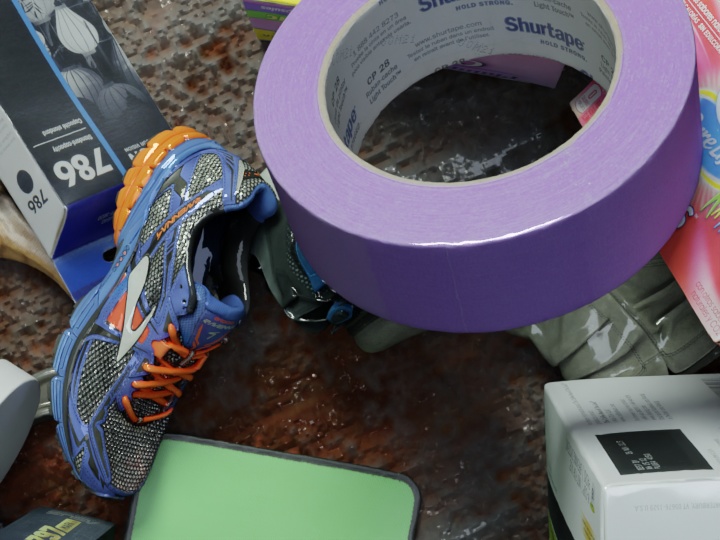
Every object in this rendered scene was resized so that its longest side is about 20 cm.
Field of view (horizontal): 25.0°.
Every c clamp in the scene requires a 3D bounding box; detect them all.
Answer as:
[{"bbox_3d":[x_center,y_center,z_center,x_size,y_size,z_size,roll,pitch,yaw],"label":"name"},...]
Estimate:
[{"bbox_3d":[-0.158,0.161,0.894,0.170,0.027,0.201,-33,87,-2],"label":"c clamp"}]

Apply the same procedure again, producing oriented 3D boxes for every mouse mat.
[{"bbox_3d":[-0.058,0.198,0.890,0.160,0.008,0.201,11,84,-8],"label":"mouse mat"}]

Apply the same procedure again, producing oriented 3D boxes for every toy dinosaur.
[{"bbox_3d":[-0.203,-0.029,0.904,0.199,0.060,0.107,25,109,8],"label":"toy dinosaur"}]

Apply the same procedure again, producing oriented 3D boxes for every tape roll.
[{"bbox_3d":[0.054,-0.071,0.743,0.199,0.066,0.201,-7,52,9],"label":"tape roll"}]

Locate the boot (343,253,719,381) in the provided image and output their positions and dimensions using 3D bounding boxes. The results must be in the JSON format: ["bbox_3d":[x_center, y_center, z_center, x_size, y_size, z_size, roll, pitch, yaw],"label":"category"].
[{"bbox_3d":[0.102,0.033,0.887,0.199,0.068,0.131,-26,92,0],"label":"boot"}]

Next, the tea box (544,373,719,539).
[{"bbox_3d":[0.166,0.168,0.789,0.133,0.200,0.198,-2,99,0],"label":"tea box"}]

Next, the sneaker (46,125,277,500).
[{"bbox_3d":[-0.102,0.026,0.850,0.078,0.075,0.201,17,91,35],"label":"sneaker"}]

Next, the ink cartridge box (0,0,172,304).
[{"bbox_3d":[-0.163,-0.088,0.881,0.039,0.099,0.201,-35,87,43],"label":"ink cartridge box"}]

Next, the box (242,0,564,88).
[{"bbox_3d":[0.040,-0.219,0.886,0.175,0.097,0.201,10,86,3],"label":"box"}]

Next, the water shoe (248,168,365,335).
[{"bbox_3d":[0.000,0.000,0.837,0.071,0.200,0.079,21,91,-31],"label":"water shoe"}]

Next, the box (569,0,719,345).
[{"bbox_3d":[0.192,-0.035,0.771,0.095,0.200,0.102,-43,125,18],"label":"box"}]

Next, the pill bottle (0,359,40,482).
[{"bbox_3d":[-0.276,0.048,0.853,0.199,0.113,0.113,27,86,8],"label":"pill bottle"}]

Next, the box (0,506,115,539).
[{"bbox_3d":[-0.179,0.233,0.806,0.051,0.158,0.201,10,95,5],"label":"box"}]
